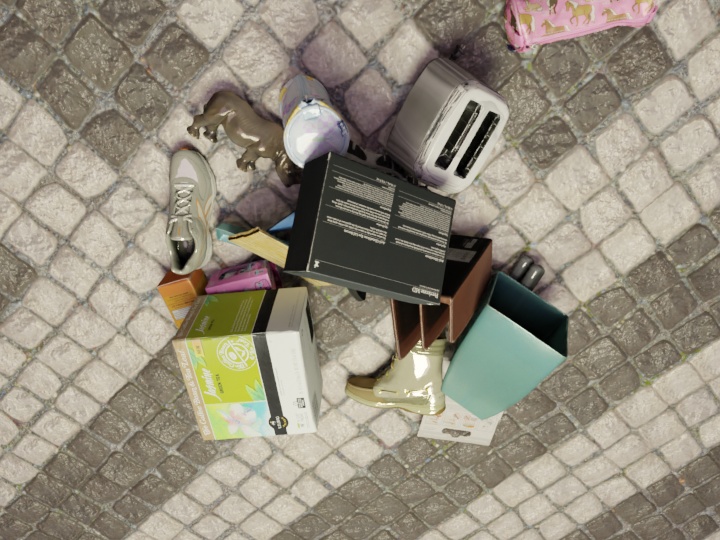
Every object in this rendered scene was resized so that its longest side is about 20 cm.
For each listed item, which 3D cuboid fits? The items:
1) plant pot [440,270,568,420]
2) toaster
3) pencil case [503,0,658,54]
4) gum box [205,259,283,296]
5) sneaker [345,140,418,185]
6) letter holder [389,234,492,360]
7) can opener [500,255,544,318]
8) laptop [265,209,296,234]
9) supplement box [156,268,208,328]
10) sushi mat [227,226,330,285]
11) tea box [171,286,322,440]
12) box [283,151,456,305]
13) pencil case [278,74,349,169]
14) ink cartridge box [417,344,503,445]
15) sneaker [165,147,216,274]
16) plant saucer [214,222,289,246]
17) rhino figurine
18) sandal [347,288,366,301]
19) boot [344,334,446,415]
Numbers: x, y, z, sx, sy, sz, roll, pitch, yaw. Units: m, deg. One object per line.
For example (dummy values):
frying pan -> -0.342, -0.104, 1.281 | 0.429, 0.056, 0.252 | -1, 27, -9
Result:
plant pot -> 0.226, 0.138, 0.887 | 0.140, 0.141, 0.202 | 34, 120, 6
toaster -> 0.128, -0.210, 0.762 | 0.112, 0.130, 0.202 | 17, 116, -29
pencil case -> 0.300, -0.361, 0.729 | 0.196, 0.083, 0.088 | -12, 115, 4
gum box -> -0.185, 0.080, 0.942 | 0.111, 0.066, 0.203 | -13, 116, 7
sneaker -> 0.010, -0.139, 0.845 | 0.198, 0.079, 0.090 | 25, 150, -24
letter holder -> 0.135, 0.049, 0.847 | 0.099, 0.200, 0.144 | 9, 121, 28
can opener -> 0.266, 0.066, 0.961 | 0.066, 0.053, 0.202 | 0, 124, -40
laptop -> -0.020, -0.053, 0.803 | 0.199, 0.117, 0.186 | 40, 152, -19
supplement box -> -0.286, 0.093, 0.948 | 0.068, 0.067, 0.203 | -16, 115, 7
sushi mat -> -0.112, -0.017, 0.856 | 0.095, 0.012, 0.199 | -7, 153, 43
tea box -> -0.172, 0.152, 0.864 | 0.193, 0.134, 0.203 | -5, 118, 4
box -> 0.016, -0.045, 0.673 | 0.197, 0.078, 0.144 | 15, 79, -30
pencil case -> -0.071, -0.209, 0.731 | 0.082, 0.201, 0.091 | -27, 120, 5
ink cartridge box -> 0.206, 0.247, 1.044 | 0.158, 0.050, 0.203 | 9, 118, -5
sneaker -> -0.273, -0.089, 0.839 | 0.074, 0.092, 0.204 | 1, 108, 0
plant saucer -> -0.145, -0.039, 0.892 | 0.197, 0.070, 0.019 | 16, 74, -9
rhino figurine -> -0.158, -0.194, 0.814 | 0.198, 0.060, 0.088 | 33, 109, -18
sandal -> 0.000, 0.001, 0.845 | 0.047, 0.201, 0.077 | -10, 74, 7
boot -> 0.064, 0.178, 0.990 | 0.196, 0.072, 0.158 | 5, 106, 19
